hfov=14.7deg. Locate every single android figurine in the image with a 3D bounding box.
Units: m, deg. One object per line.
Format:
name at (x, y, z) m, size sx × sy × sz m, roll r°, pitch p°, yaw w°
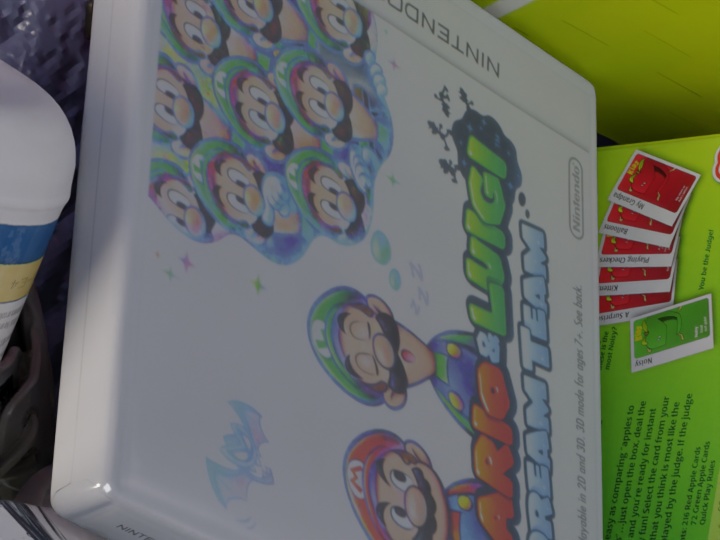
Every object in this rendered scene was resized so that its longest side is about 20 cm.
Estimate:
android figurine at (0.078, -0.087, 0.796) m, size 0.199 × 0.182 × 0.041 m, roll 26°, pitch 63°, yaw -26°

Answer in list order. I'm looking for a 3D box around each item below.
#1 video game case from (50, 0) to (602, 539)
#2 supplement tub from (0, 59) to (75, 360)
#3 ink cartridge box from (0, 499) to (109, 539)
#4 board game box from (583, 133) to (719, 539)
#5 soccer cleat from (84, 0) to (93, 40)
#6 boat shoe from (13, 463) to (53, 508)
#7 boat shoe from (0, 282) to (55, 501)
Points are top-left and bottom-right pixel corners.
video game case at (0.000, 0.000, 0.723) m, size 0.182 × 0.024 × 0.201 m, roll 30°, pitch 50°, yaw -39°
supplement tub at (-0.166, 0.030, 0.667) m, size 0.144 × 0.145 × 0.201 m, roll 18°, pitch 100°, yaw -27°
ink cartridge box at (-0.103, 0.129, 0.616) m, size 0.145 × 0.084 × 0.200 m, roll -51°, pitch 154°, yaw 9°
board game box at (0.089, 0.062, 0.777) m, size 0.048 × 0.101 × 0.201 m, roll 35°, pitch 59°, yaw -44°
soccer cleat at (-0.023, -0.028, 0.817) m, size 0.086 × 0.070 × 0.202 m, roll -20°, pitch 109°, yaw -35°
boat shoe at (-0.034, 0.102, 0.803) m, size 0.199 × 0.067 × 0.072 m, roll 23°, pitch 65°, yaw -43°
boat shoe at (-0.119, 0.035, 0.767) m, size 0.073 × 0.065 × 0.201 m, roll -20°, pitch 104°, yaw -24°
